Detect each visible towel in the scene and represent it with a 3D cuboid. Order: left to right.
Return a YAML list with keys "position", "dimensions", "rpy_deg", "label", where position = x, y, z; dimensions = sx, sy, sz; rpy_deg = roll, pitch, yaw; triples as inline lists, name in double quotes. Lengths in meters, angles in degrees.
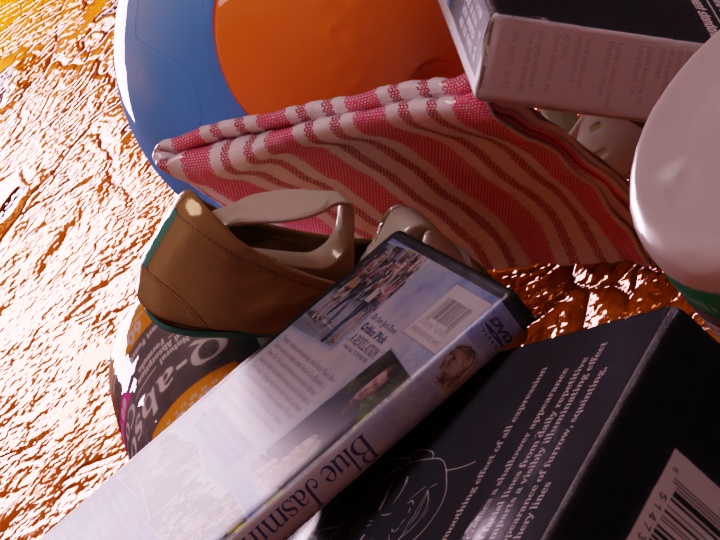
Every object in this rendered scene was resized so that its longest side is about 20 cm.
- position: [0.020, -0.032, 0.965]
  dimensions: [0.199, 0.146, 0.030]
  rpy_deg: [-8, 60, 40]
  label: "towel"

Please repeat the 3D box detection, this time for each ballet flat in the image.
- position: [0.000, 0.000, 0.925]
  dimensions: [0.069, 0.199, 0.063]
  rpy_deg: [41, 119, 48]
  label: "ballet flat"
- position: [0.121, -0.087, 1.028]
  dimensions: [0.073, 0.068, 0.200]
  rpy_deg: [-60, 25, 11]
  label: "ballet flat"

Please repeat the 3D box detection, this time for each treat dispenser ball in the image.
- position: [-0.025, -0.112, 1.098]
  dimensions: [0.200, 0.201, 0.201]
  rpy_deg: [-32, 29, 20]
  label: "treat dispenser ball"

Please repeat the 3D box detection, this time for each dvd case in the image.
- position: [-0.036, 0.064, 0.799]
  dimensions: [0.200, 0.018, 0.143]
  rpy_deg: [-41, 17, -5]
  label: "dvd case"

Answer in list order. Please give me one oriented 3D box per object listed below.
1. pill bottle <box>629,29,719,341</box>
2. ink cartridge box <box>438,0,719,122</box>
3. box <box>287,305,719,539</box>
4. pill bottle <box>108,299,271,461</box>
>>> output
- position: [0.168, 0.020, 0.572]
  dimensions: [0.113, 0.200, 0.113]
  rpy_deg: [-31, 29, 20]
  label: "pill bottle"
- position: [0.129, -0.116, 0.924]
  dimensions: [0.198, 0.199, 0.044]
  rpy_deg: [-104, 27, -59]
  label: "ink cartridge box"
- position: [0.053, 0.114, 0.736]
  dimensions: [0.149, 0.107, 0.200]
  rpy_deg: [-57, 18, -24]
  label: "box"
- position: [-0.040, 0.081, 0.940]
  dimensions: [0.116, 0.116, 0.200]
  rpy_deg: [-41, 27, 4]
  label: "pill bottle"
